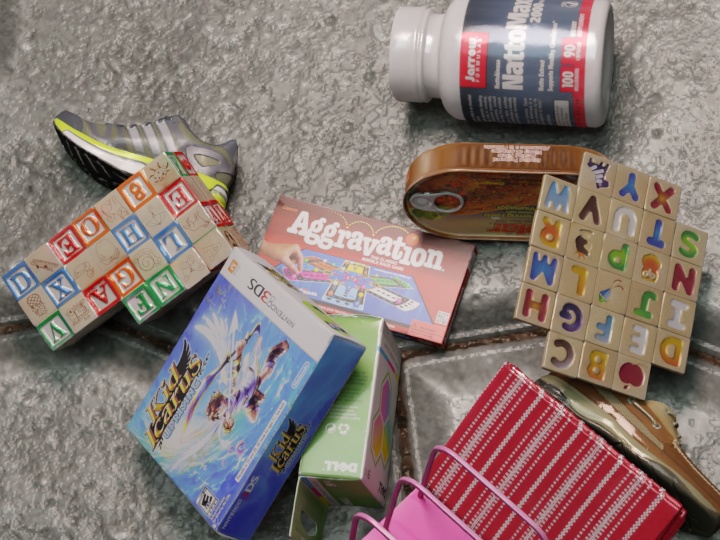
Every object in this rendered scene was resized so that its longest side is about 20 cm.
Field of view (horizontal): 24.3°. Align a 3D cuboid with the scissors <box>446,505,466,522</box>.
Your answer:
[{"bbox_3d":[0.081,0.208,1.474,0.073,0.014,0.200,14,73,16],"label":"scissors"}]

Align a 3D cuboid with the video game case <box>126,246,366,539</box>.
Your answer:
[{"bbox_3d":[-0.105,0.105,1.466,0.200,0.045,0.181,-59,40,6],"label":"video game case"}]

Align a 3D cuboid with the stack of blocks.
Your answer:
[{"bbox_3d":[-0.219,-0.007,1.563,0.200,0.059,0.115,-36,87,11],"label":"stack of blocks"}]

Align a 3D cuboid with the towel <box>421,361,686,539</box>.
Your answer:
[{"bbox_3d":[0.162,0.192,1.423,0.200,0.022,0.145,40,110,18],"label":"towel"}]

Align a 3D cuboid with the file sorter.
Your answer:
[{"bbox_3d":[0.039,0.261,1.358,0.139,0.126,0.200,40,61,18],"label":"file sorter"}]

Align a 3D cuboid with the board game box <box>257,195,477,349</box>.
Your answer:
[{"bbox_3d":[0.000,0.000,1.571,0.200,0.019,0.103,14,71,17],"label":"board game box"}]

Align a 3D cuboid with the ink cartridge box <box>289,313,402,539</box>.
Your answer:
[{"bbox_3d":[-0.010,0.149,1.467,0.059,0.104,0.200,3,69,13],"label":"ink cartridge box"}]

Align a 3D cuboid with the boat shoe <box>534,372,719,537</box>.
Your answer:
[{"bbox_3d":[0.241,0.142,1.437,0.200,0.076,0.074,40,64,18],"label":"boat shoe"}]

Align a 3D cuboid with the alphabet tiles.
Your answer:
[{"bbox_3d":[0.218,0.004,1.440,0.166,0.006,0.200,19,72,-17],"label":"alphabet tiles"}]

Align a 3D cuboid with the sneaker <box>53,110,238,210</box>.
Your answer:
[{"bbox_3d":[-0.208,-0.117,1.638,0.200,0.074,0.081,22,68,11],"label":"sneaker"}]

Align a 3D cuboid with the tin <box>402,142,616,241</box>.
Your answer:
[{"bbox_3d":[0.139,-0.070,1.514,0.200,0.112,0.042,2,54,3],"label":"tin"}]

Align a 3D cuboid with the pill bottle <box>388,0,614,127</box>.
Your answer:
[{"bbox_3d":[0.133,-0.198,1.568,0.200,0.120,0.120,4,70,13],"label":"pill bottle"}]
